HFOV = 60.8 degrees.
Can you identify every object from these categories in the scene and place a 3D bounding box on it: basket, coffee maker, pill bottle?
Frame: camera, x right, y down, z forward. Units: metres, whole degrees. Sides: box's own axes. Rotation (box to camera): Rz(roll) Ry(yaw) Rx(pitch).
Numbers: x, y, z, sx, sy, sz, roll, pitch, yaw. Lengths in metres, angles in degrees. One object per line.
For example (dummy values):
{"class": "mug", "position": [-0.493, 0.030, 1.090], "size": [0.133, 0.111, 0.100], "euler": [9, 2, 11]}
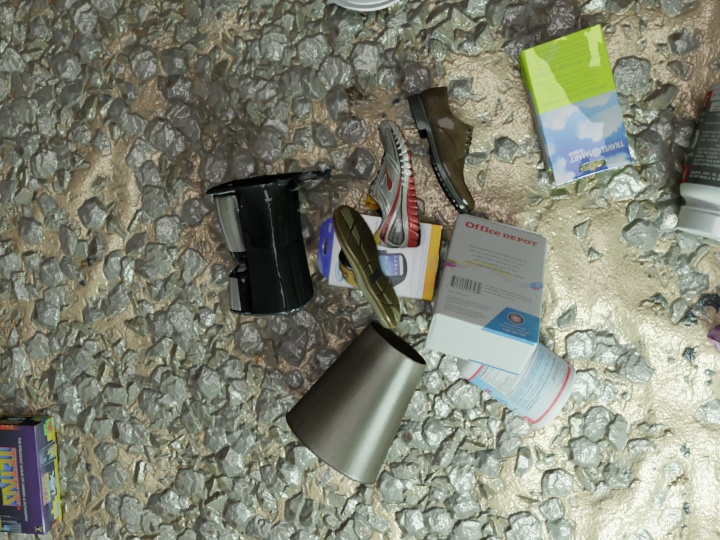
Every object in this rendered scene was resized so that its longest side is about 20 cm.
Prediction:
{"class": "basket", "position": [0.007, 0.198, 0.969], "size": [0.178, 0.136, 0.202], "euler": [35, 97, 3]}
{"class": "coffee maker", "position": [-0.132, -0.039, 0.946], "size": [0.188, 0.134, 0.206], "euler": [3, 109, 37]}
{"class": "pill bottle", "position": [0.517, -0.147, 0.857], "size": [0.111, 0.114, 0.206], "euler": [14, 98, 7]}
{"class": "pill bottle", "position": [0.218, 0.138, 0.937], "size": [0.197, 0.109, 0.110], "euler": [34, 100, 5]}

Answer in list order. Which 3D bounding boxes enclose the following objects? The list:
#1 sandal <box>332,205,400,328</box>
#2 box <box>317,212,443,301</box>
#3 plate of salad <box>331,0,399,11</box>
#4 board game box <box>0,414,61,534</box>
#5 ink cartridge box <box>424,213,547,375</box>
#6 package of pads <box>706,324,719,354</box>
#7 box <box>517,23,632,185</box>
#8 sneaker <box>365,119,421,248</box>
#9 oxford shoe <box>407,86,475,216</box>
{"class": "sandal", "position": [0.000, 0.000, 0.945], "size": [0.053, 0.080, 0.204], "euler": [-21, 97, 32]}
{"class": "box", "position": [0.029, -0.027, 0.987], "size": [0.194, 0.041, 0.123], "euler": [9, 97, 11]}
{"class": "plate of salad", "position": [0.014, -0.492, 0.936], "size": [0.194, 0.048, 0.207], "euler": [-1, 86, 8]}
{"class": "board game box", "position": [-0.644, 0.373, 1.128], "size": [0.160, 0.057, 0.207], "euler": [-1, 96, 10]}
{"class": "ink cartridge box", "position": [0.184, 0.028, 0.887], "size": [0.141, 0.203, 0.086], "euler": [16, 141, 6]}
{"class": "package of pads", "position": [0.619, 0.143, 0.890], "size": [0.120, 0.076, 0.202], "euler": [-37, 89, 8]}
{"class": "box", "position": [0.318, -0.242, 0.912], "size": [0.119, 0.048, 0.206], "euler": [-15, 93, 11]}
{"class": "sneaker", "position": [0.043, -0.133, 0.933], "size": [0.080, 0.078, 0.206], "euler": [-7, 75, 6]}
{"class": "oxford shoe", "position": [0.142, -0.184, 0.936], "size": [0.082, 0.073, 0.205], "euler": [-20, 93, 6]}
